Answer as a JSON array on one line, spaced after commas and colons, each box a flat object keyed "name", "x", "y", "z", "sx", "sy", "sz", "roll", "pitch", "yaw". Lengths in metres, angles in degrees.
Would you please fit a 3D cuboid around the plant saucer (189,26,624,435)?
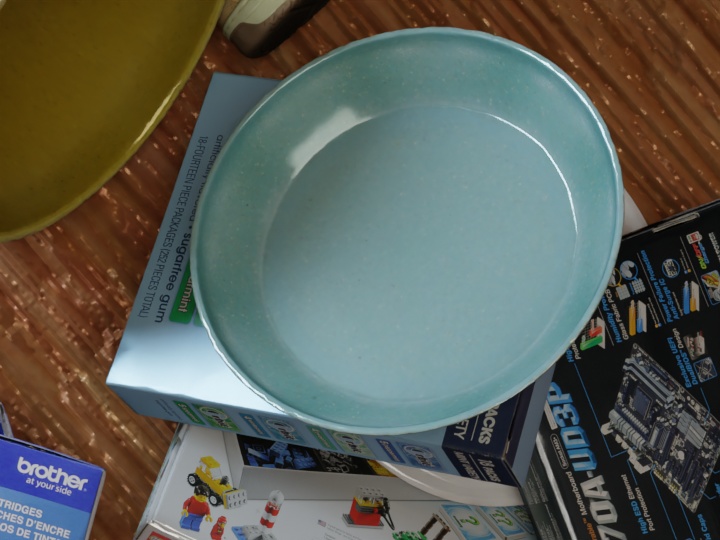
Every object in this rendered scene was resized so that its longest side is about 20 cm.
[{"name": "plant saucer", "x": 0.023, "y": -0.014, "z": 0.956, "sx": 0.199, "sy": 0.036, "sz": 0.201, "roll": -7, "pitch": 64, "yaw": 14}]

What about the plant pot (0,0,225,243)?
[{"name": "plant pot", "x": -0.174, "y": -0.135, "z": 0.985, "sx": 0.142, "sy": 0.200, "sz": 0.200, "roll": 36, "pitch": 84, "yaw": 17}]

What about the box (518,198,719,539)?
[{"name": "box", "x": 0.152, "y": 0.081, "z": 1.045, "sx": 0.158, "sy": 0.046, "sz": 0.201, "roll": -21, "pitch": 87, "yaw": -20}]

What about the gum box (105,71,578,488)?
[{"name": "gum box", "x": 0.000, "y": 0.000, "z": 1.003, "sx": 0.199, "sy": 0.045, "sz": 0.171, "roll": 8, "pitch": 68, "yaw": 22}]

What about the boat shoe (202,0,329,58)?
[{"name": "boat shoe", "x": -0.008, "y": -0.199, "z": 1.063, "sx": 0.200, "sy": 0.072, "sz": 0.076, "roll": -43, "pitch": 85, "yaw": -7}]

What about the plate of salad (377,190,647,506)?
[{"name": "plate of salad", "x": 0.062, "y": 0.019, "z": 1.078, "sx": 0.199, "sy": 0.048, "sz": 0.201, "roll": 3, "pitch": 79, "yaw": -17}]

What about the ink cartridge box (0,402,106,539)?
[{"name": "ink cartridge box", "x": -0.177, "y": 0.163, "z": 0.975, "sx": 0.076, "sy": 0.137, "sz": 0.201, "roll": 19, "pitch": 58, "yaw": -9}]

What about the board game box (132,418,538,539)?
[{"name": "board game box", "x": 0.000, "y": 0.120, "z": 1.048, "sx": 0.199, "sy": 0.035, "sz": 0.127, "roll": 27, "pitch": 52, "yaw": -8}]
